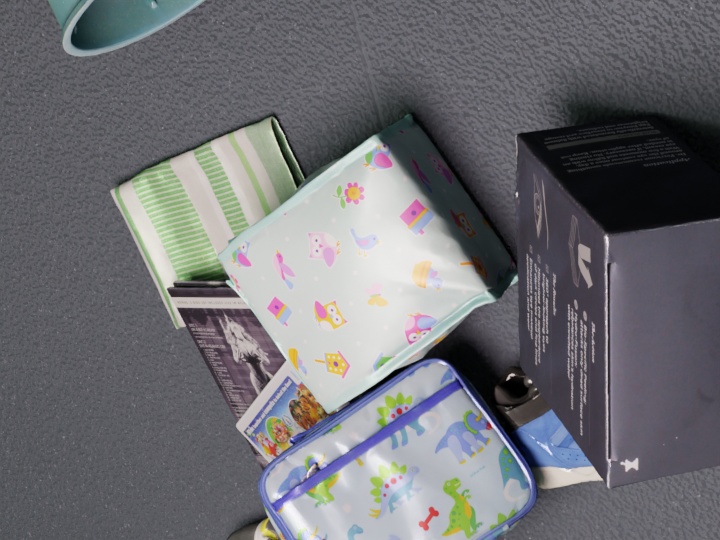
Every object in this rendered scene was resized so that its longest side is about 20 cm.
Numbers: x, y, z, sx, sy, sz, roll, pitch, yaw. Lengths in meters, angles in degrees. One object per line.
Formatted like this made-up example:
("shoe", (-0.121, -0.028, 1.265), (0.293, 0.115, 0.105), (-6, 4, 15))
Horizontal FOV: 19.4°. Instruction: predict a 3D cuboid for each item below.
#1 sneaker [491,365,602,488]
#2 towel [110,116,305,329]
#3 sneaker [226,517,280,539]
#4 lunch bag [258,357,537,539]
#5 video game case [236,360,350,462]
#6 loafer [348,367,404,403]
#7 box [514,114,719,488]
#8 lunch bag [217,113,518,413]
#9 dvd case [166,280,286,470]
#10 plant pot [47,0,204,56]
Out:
("sneaker", (0.189, 0.102, 1.656), (0.200, 0.077, 0.111), (-16, 113, 45))
("towel", (-0.118, -0.035, 1.832), (0.200, 0.023, 0.153), (-18, 101, 39))
("sneaker", (-0.066, 0.320, 1.953), (0.084, 0.074, 0.201), (-12, 97, 43))
("lunch bag", (0.027, 0.176, 1.693), (0.161, 0.200, 0.082), (57, 174, 10))
("video game case", (-0.012, 0.173, 1.798), (0.200, 0.018, 0.143), (46, 145, 5))
("loafer", (0.027, 0.138, 1.790), (0.201, 0.068, 0.070), (50, 129, 2))
("box", (0.196, 0.017, 1.521), (0.117, 0.200, 0.197), (-9, 116, -11))
("lunch bag", (0.000, 0.000, 1.691), (0.200, 0.122, 0.171), (-36, 91, 24))
("dvd case", (-0.079, 0.095, 1.833), (0.148, 0.016, 0.201), (-1, 123, 50))
("plant pot", (-0.198, -0.305, 1.653), (0.200, 0.200, 0.196), (-40, 80, 40))
